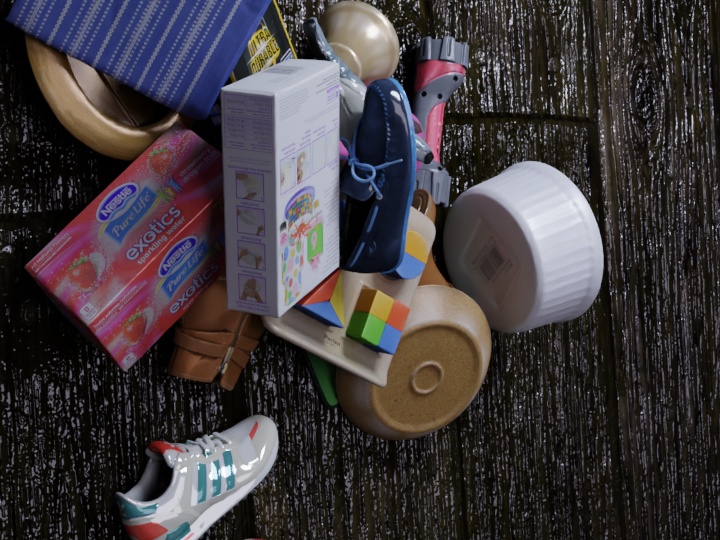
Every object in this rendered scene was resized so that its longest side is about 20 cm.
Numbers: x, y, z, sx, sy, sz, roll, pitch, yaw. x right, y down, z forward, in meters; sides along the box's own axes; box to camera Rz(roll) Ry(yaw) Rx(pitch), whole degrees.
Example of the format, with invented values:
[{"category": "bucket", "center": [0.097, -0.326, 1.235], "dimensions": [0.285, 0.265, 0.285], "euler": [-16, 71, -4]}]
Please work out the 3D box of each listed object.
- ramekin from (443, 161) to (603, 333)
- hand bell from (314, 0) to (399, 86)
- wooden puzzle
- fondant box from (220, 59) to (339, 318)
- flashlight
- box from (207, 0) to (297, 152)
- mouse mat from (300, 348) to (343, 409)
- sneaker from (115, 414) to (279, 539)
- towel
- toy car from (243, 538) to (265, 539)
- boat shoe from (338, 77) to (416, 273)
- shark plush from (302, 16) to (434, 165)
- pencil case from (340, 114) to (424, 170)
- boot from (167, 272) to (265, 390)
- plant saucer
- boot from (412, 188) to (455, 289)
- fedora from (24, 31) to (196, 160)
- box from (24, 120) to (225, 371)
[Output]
[{"category": "ramekin", "center": [0.188, -0.023, 1.440], "dimensions": [0.097, 0.199, 0.204], "euler": [-18, 100, -33]}, {"category": "hand bell", "center": [-0.036, -0.201, 1.256], "dimensions": [0.105, 0.103, 0.201], "euler": [63, 31, -21]}, {"category": "wooden puzzle", "center": [0.000, 0.000, 1.247], "dimensions": [0.184, 0.046, 0.203], "euler": [30, 71, -38]}, {"category": "fondant box", "center": [-0.069, -0.078, 1.083], "dimensions": [0.144, 0.057, 0.203], "euler": [-41, 135, -61]}, {"category": "flashlight", "center": [0.092, -0.177, 1.441], "dimensions": [0.067, 0.067, 0.204], "euler": [11, 79, -44]}, {"category": "box", "center": [-0.113, -0.201, 1.200], "dimensions": [0.201, 0.049, 0.162], "euler": [-68, 142, -62]}, {"category": "mouse mat", "center": [-0.001, 0.044, 1.387], "dimensions": [0.199, 0.007, 0.163], "euler": [-36, 112, -38]}, {"category": "sneaker", "center": [-0.162, 0.196, 1.193], "dimensions": [0.200, 0.070, 0.094], "euler": [-42, 121, -32]}, {"category": "towel", "center": [-0.191, -0.236, 1.050], "dimensions": [0.198, 0.024, 0.146], "euler": [26, 107, -21]}, {"category": "toy car", "center": [-0.069, 0.368, 1.184], "dimensions": [0.183, 0.198, 0.180], "euler": [12, 80, -41]}, {"category": "boat shoe", "center": [0.012, -0.082, 1.150], "dimensions": [0.068, 0.084, 0.203], "euler": [-9, 115, -21]}, {"category": "shark plush", "center": [-0.012, -0.160, 1.208], "dimensions": [0.200, 0.090, 0.084], "euler": [44, 21, -26]}, {"category": "pencil case", "center": [-0.009, -0.114, 1.334], "dimensions": [0.199, 0.090, 0.095], "euler": [-28, 105, -41]}, {"category": "boot", "center": [-0.111, 0.049, 1.238], "dimensions": [0.199, 0.076, 0.158], "euler": [17, 84, -52]}, {"category": "plant saucer", "center": [0.069, 0.115, 1.363], "dimensions": [0.197, 0.035, 0.203], "euler": [-10, 118, -19]}, {"category": "boot", "center": [0.086, 0.020, 1.405], "dimensions": [0.154, 0.076, 0.203], "euler": [20, 80, -34]}, {"category": "fedora", "center": [-0.242, -0.199, 1.130], "dimensions": [0.198, 0.081, 0.204], "euler": [6, 80, -39]}, {"category": "box", "center": [-0.194, -0.025, 1.102], "dimensions": [0.200, 0.102, 0.095], "euler": [-46, 150, -14]}]
